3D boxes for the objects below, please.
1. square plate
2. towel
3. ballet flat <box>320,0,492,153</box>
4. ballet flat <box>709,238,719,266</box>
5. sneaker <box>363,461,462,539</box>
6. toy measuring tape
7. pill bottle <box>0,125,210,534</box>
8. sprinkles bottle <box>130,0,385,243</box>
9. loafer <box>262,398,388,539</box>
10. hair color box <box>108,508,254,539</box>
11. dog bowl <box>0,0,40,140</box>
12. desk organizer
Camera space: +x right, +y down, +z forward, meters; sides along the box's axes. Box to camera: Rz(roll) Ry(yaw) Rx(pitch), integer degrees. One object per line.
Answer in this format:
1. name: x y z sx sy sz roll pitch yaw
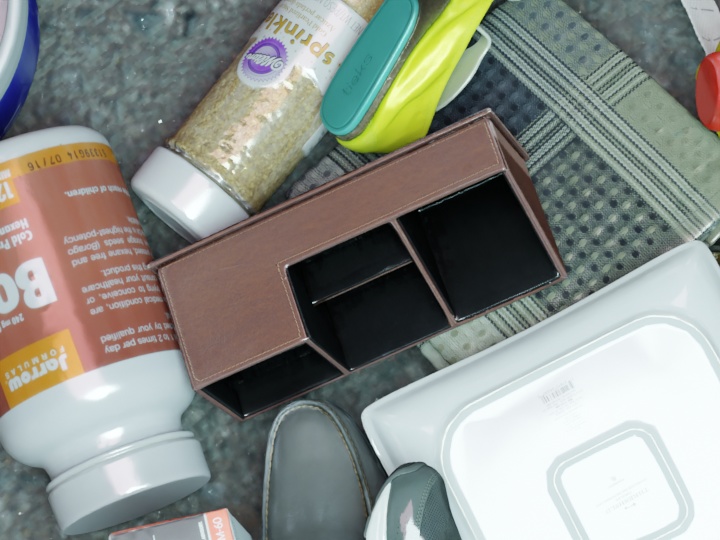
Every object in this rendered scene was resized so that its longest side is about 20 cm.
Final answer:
1. square plate: 0.129 0.114 1.399 0.200 0.028 0.198 -27 84 2
2. towel: 0.088 -0.038 1.498 0.193 0.035 0.200 -41 60 -3
3. ballet flat: 0.050 -0.145 1.465 0.067 0.067 0.200 16 116 -32
4. ballet flat: 0.241 0.024 1.485 0.200 0.068 0.068 11 105 6
5. sneaker: 0.061 0.188 1.365 0.085 0.074 0.200 -11 97 24
6. toy measuring tape: 0.205 -0.121 1.471 0.074 0.074 0.200 -14 46 0
7. pill bottle: -0.154 0.033 1.478 0.112 0.112 0.200 -22 78 -2
8. sprinkles bottle: -0.039 -0.102 1.524 0.068 0.068 0.200 37 82 9
9. loafer: -0.014 0.154 1.394 0.073 0.072 0.200 -18 68 11
10. hair color box: -0.073 0.189 1.399 0.064 0.200 0.111 -14 79 1
11. dog bowl: -0.280 -0.138 1.535 0.200 0.079 0.200 -1 78 3
12. desk organizer: 0.000 0.000 1.452 0.200 0.072 0.077 -24 65 12
